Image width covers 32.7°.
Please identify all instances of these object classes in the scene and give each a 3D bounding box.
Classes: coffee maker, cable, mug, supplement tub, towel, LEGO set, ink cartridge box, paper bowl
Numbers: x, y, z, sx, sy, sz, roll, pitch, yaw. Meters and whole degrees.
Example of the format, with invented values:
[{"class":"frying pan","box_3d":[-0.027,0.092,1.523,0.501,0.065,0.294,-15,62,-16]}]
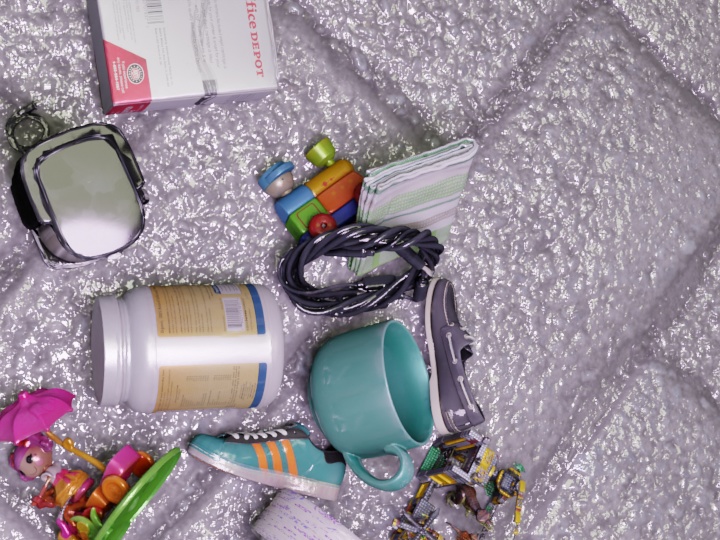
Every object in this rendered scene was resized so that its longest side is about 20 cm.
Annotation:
[{"class":"coffee maker","box_3d":[-0.322,-0.096,1.334,0.192,0.200,0.135,46,74,-11]},{"class":"cable","box_3d":[0.000,0.000,1.465,0.199,0.163,0.051,3,58,-18]},{"class":"mug","box_3d":[0.004,0.154,1.445,0.114,0.185,0.152,-16,118,21]},{"class":"supplement tub","box_3d":[-0.198,0.088,1.394,0.199,0.145,0.145,0,87,-19]},{"class":"towel","box_3d":[0.062,-0.071,1.472,0.149,0.200,0.031,-20,62,-18]},{"class":"LEGO set","box_3d":[0.133,0.290,1.495,0.154,0.116,0.200,43,64,-8]},{"class":"ink cartridge box","box_3d":[-0.208,-0.267,1.443,0.199,0.083,0.146,-8,89,-20]},{"class":"paper bowl","box_3d":[-0.042,0.349,1.404,0.201,0.201,0.104,42,74,-12]}]

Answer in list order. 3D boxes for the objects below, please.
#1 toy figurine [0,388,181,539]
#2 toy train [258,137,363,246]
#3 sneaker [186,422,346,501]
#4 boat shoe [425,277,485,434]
[{"class":"toy figurine","box_3d":[-0.326,0.217,1.365,0.184,0.200,0.150,38,32,6]},{"class":"toy train","box_3d":[-0.020,-0.117,1.507,0.200,0.085,0.116,-37,85,-17]},{"class":"sneaker","box_3d":[-0.108,0.214,1.462,0.199,0.071,0.080,19,80,-25]},{"class":"boat shoe","box_3d":[0.120,0.101,1.517,0.062,0.073,0.201,-11,66,21]}]
